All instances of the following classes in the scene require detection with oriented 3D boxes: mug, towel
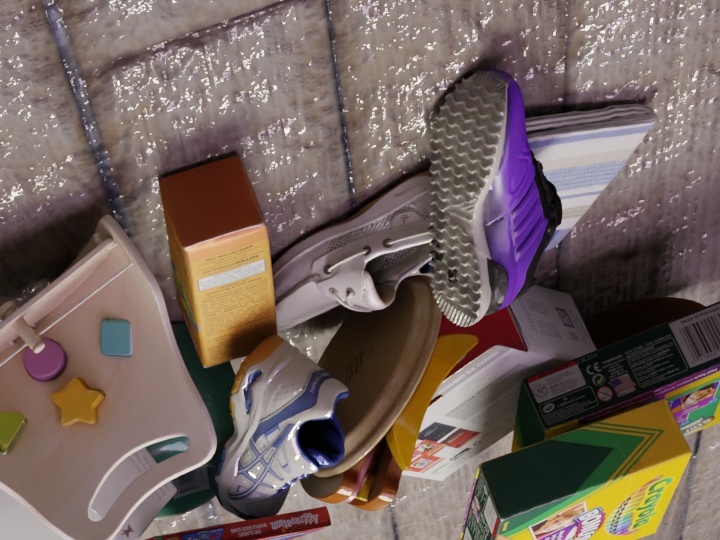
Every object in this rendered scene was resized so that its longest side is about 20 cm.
[{"bbox_3d":[-0.175,0.129,1.870,0.185,0.115,0.152,8,140,-47],"label":"mug"},{"bbox_3d":[0.137,-0.065,1.858,0.147,0.024,0.200,-9,152,-30],"label":"towel"}]

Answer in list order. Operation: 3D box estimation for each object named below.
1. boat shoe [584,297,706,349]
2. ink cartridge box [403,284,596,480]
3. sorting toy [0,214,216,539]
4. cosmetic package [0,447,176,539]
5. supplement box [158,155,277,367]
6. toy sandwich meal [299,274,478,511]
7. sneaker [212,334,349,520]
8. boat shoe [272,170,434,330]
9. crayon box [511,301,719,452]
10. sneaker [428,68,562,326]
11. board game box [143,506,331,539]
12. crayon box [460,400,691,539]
[{"bbox_3d":[0.229,0.079,2.146,0.199,0.071,0.070,-12,146,-3],"label":"boat shoe"},{"bbox_3d":[0.081,0.093,2.035,0.200,0.084,0.175,-37,152,25],"label":"ink cartridge box"},{"bbox_3d":[-0.202,0.097,1.672,0.200,0.180,0.107,-38,172,-8],"label":"sorting toy"},{"bbox_3d":[-0.251,0.171,1.807,0.200,0.113,0.081,-18,-157,43],"label":"cosmetic package"},{"bbox_3d":[-0.104,-0.003,1.738,0.069,0.067,0.200,-19,153,-7],"label":"supplement box"},{"bbox_3d":[0.020,0.100,1.887,0.070,0.205,0.205,32,128,-20],"label":"toy sandwich meal"},{"bbox_3d":[-0.059,0.143,1.817,0.075,0.088,0.200,-48,159,-36],"label":"sneaker"},{"bbox_3d":[0.000,0.000,1.819,0.200,0.069,0.071,-34,152,23],"label":"boat shoe"},{"bbox_3d":[0.236,0.114,2.050,0.199,0.058,0.173,-21,158,-9],"label":"crayon box"},{"bbox_3d":[0.108,-0.062,1.744,0.099,0.070,0.201,-16,124,-35],"label":"sneaker"},{"bbox_3d":[-0.125,0.217,1.838,0.103,0.020,0.200,-21,169,38],"label":"board game box"},{"bbox_3d":[0.182,0.198,2.010,0.172,0.058,0.200,-17,157,-10],"label":"crayon box"}]
